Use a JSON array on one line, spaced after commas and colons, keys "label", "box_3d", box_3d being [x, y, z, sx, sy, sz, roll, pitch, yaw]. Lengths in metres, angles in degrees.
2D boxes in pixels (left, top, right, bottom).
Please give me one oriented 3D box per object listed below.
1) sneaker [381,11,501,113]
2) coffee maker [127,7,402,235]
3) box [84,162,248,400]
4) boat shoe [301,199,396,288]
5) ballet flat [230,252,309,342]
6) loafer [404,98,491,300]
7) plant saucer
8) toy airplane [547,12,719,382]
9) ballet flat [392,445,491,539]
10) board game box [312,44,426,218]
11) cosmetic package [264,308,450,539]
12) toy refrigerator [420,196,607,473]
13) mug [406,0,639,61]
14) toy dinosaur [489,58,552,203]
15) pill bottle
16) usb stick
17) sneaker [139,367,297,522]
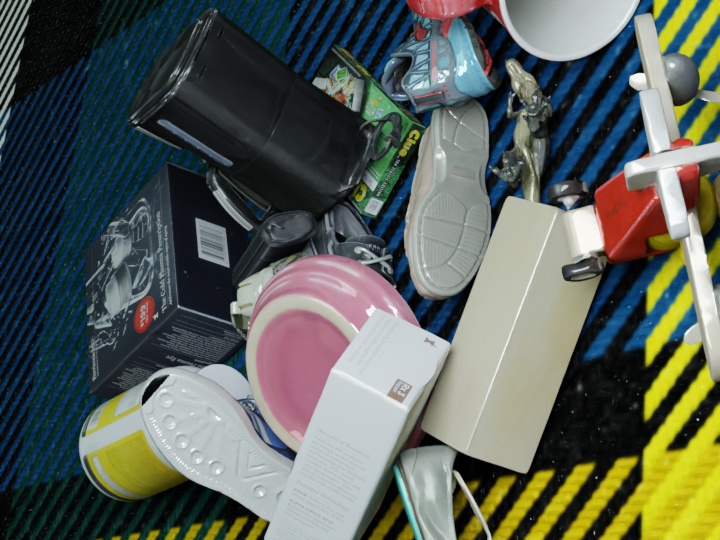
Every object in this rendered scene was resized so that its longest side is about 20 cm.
[{"label": "sneaker", "box_3d": [0.056, -0.197, 1.280, 0.095, 0.080, 0.200, -27, 22, 5]}, {"label": "coffee maker", "box_3d": [-0.093, -0.151, 1.353, 0.192, 0.200, 0.135, -41, 27, 31]}, {"label": "box", "box_3d": [-0.213, 0.022, 1.571, 0.182, 0.104, 0.201, -42, 43, 35]}, {"label": "boat shoe", "box_3d": [0.000, 0.000, 1.325, 0.068, 0.071, 0.200, -61, 28, 22]}, {"label": "ballet flat", "box_3d": [-0.088, 0.033, 1.361, 0.200, 0.072, 0.072, 131, 149, -70]}, {"label": "loafer", "box_3d": [0.074, -0.059, 1.264, 0.063, 0.072, 0.201, 137, 146, -58]}, {"label": "plant saucer", "box_3d": [-0.029, 0.088, 1.247, 0.200, 0.051, 0.202, 13, 111, 36]}, {"label": "toy airplane", "box_3d": [0.224, -0.054, 0.982, 0.199, 0.140, 0.201, -114, 21, -58]}, {"label": "ballet flat", "box_3d": [0.075, 0.233, 1.102, 0.067, 0.063, 0.201, 100, 157, -79]}, {"label": "board game box", "box_3d": [-0.007, -0.144, 1.444, 0.105, 0.023, 0.200, -58, 36, 16]}, {"label": "cosmetic package", "box_3d": [-0.004, 0.140, 1.146, 0.102, 0.074, 0.201, -51, -16, -55]}, {"label": "toy refrigerator", "box_3d": [0.126, 0.050, 1.129, 0.076, 0.070, 0.201, 20, 89, 62]}, {"label": "mug", "box_3d": [0.119, -0.280, 1.217, 0.200, 0.177, 0.134, 55, 132, 55]}, {"label": "toy dinosaur", "box_3d": [0.137, -0.095, 1.185, 0.047, 0.088, 0.201, 0, 72, 13]}, {"label": "pill bottle", "box_3d": [-0.196, 0.163, 1.470, 0.200, 0.112, 0.113, -27, 53, 44]}, {"label": "usb stick", "box_3d": [-0.086, -0.016, 1.378, 0.200, 0.055, 0.033, 134, 117, -70]}, {"label": "sneaker", "box_3d": [-0.131, 0.143, 1.319, 0.081, 0.200, 0.146, -47, 22, 2]}]
